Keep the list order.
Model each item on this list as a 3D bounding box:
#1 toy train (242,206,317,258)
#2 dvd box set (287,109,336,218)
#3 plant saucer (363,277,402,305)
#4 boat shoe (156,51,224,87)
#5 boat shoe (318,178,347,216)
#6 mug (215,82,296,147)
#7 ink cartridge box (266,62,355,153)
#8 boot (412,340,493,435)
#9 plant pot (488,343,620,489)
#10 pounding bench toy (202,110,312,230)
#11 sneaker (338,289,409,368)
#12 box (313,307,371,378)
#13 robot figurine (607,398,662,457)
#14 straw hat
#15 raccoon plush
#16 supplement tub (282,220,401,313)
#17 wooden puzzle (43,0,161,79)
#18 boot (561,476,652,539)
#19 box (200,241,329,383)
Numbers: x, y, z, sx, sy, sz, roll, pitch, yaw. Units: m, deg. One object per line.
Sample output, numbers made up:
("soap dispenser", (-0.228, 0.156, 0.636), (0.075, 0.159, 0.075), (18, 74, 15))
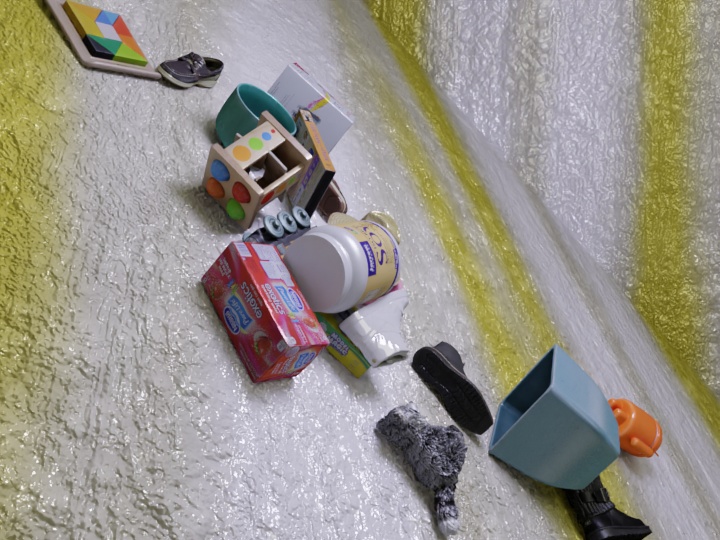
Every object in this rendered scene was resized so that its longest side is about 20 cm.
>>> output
("toy train", (-0.135, -0.045, 1.272), (0.115, 0.085, 0.200), (57, 27, 2))
("dvd box set", (-0.120, -0.219, 1.461), (0.029, 0.147, 0.201), (7, 43, -33))
("plant saucer", (0.000, 0.000, 1.434), (0.200, 0.051, 0.202), (36, 27, -22))
("boat shoe", (-0.366, -0.442, 1.509), (0.073, 0.065, 0.200), (43, 23, 3))
("boat shoe", (-0.095, -0.202, 1.574), (0.204, 0.074, 0.075), (60, 18, 12))
("mug", (-0.219, -0.298, 1.467), (0.153, 0.114, 0.184), (51, 26, 14))
("ink cartridge box", (-0.129, -0.365, 1.641), (0.200, 0.145, 0.146), (41, 14, -10))
("boot", (0.204, 0.222, 1.396), (0.201, 0.077, 0.138), (52, 22, 12))
("plant pot", (0.400, 0.312, 1.383), (0.199, 0.197, 0.196), (38, 26, 3))
("pounding bench toy", (-0.207, -0.158, 1.291), (0.124, 0.200, 0.156), (45, 57, 6))
("sneaker", (0.051, 0.109, 1.238), (0.116, 0.074, 0.199), (53, 35, 8))
("box", (-0.049, 0.086, 1.244), (0.200, 0.048, 0.117), (42, 26, -4))
("robot figurine", (0.702, 0.409, 1.808), (0.199, 0.118, 0.143), (34, -15, -21))
("straw hat", (0.035, -0.073, 1.436), (0.200, 0.085, 0.202), (35, 28, -22))
("raccoon plush", (0.098, 0.303, 1.105), (0.133, 0.097, 0.201), (22, 33, -24))
("supplement tub", (-0.030, -0.008, 1.187), (0.146, 0.145, 0.199), (51, 26, 12))
("wooden puzzle", (-0.505, -0.463, 1.370), (0.201, 0.037, 0.184), (52, 27, 14))
("boot", (0.508, 0.489, 1.447), (0.210, 0.079, 0.159), (22, 34, -39))
("box", (-0.148, 0.062, 1.072), (0.099, 0.095, 0.201), (2, 49, -54))
